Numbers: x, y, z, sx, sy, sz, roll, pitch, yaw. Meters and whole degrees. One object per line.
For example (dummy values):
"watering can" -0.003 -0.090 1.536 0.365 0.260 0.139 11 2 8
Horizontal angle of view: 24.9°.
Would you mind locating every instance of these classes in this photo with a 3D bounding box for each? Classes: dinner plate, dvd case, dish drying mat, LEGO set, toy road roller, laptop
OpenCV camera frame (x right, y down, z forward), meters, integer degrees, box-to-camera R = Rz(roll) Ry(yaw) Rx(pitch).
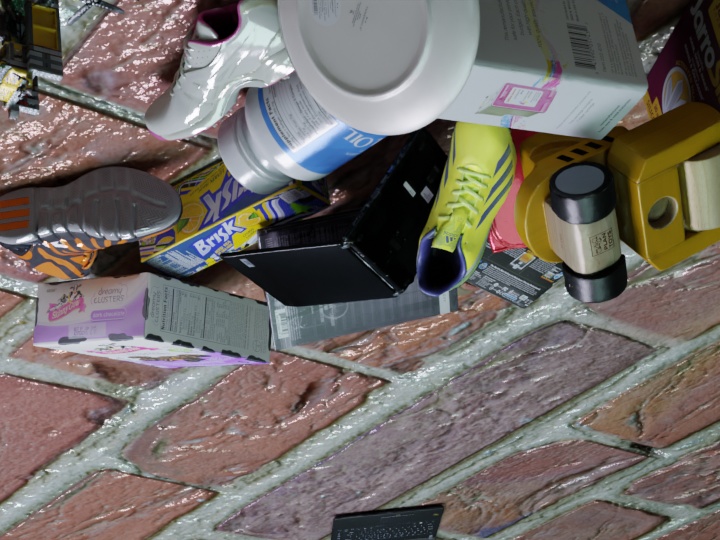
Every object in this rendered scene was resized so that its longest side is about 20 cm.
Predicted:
"dinner plate" 0.007 -0.206 1.307 0.200 0.201 0.024 -35 170 39
"dvd case" 0.000 0.000 1.660 0.199 0.016 0.149 -12 127 -8
"dish drying mat" 0.138 -0.109 1.524 0.077 0.018 0.201 -14 118 6
"LEGO set" -0.286 -0.207 1.292 0.153 0.116 0.200 17 142 -38
"toy road roller" 0.230 -0.079 1.471 0.199 0.146 0.123 -25 127 -13
"laptop" -0.008 -0.046 1.552 0.200 0.103 0.177 -56 156 -3
"laptop" 0.045 0.465 2.600 0.177 0.104 0.200 -5 151 -8

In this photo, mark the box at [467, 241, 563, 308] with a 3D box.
"box" 0.180 -0.056 1.727 0.193 0.048 0.200 -43 139 22

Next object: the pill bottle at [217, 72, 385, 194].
"pill bottle" -0.033 -0.150 1.472 0.200 0.113 0.112 -31 144 35

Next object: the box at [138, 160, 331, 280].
"box" -0.130 -0.065 1.639 0.200 0.070 0.064 -24 150 25

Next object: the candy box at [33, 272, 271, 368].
"candy box" -0.221 0.057 1.750 0.167 0.072 0.200 -5 167 37

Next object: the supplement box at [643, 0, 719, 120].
"supplement box" 0.352 -0.175 1.515 0.103 0.131 0.200 -2 149 -14

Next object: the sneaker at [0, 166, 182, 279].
"sneaker" -0.266 -0.045 1.647 0.199 0.078 0.112 -3 156 11

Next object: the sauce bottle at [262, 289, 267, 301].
"sauce bottle" -0.018 -0.020 1.751 0.200 0.066 0.066 -35 142 26

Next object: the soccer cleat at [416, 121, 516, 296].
"soccer cleat" 0.095 -0.058 1.500 0.065 0.084 0.201 25 132 14

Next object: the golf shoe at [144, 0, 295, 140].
"golf shoe" -0.130 -0.187 1.437 0.200 0.075 0.091 -30 129 30

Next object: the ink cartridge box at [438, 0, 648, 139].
"ink cartridge box" 0.128 -0.202 1.388 0.199 0.145 0.085 6 149 -25

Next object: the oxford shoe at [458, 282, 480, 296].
"oxford shoe" 0.069 0.004 1.787 0.074 0.071 0.200 -38 156 23
